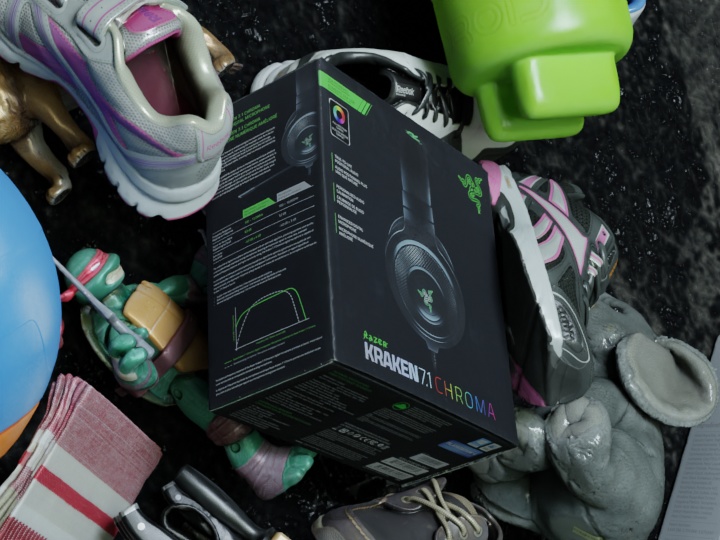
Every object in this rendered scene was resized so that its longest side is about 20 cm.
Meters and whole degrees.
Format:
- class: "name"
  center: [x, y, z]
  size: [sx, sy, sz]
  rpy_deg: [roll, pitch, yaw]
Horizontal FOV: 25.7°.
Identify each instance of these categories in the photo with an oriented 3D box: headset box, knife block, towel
- class: "headset box"
  center: [0.000, 0.000, 0.911]
  size: [0.174, 0.092, 0.202]
  rpy_deg: [29, 48, -45]
- class: "knife block"
  center: [-0.045, 0.192, 0.886]
  size: [0.064, 0.199, 0.176]
  rpy_deg: [-51, 136, -21]
- class: "towel"
  center: [-0.181, 0.162, 0.843]
  size: [0.023, 0.144, 0.201]
  rpy_deg: [25, 75, 18]

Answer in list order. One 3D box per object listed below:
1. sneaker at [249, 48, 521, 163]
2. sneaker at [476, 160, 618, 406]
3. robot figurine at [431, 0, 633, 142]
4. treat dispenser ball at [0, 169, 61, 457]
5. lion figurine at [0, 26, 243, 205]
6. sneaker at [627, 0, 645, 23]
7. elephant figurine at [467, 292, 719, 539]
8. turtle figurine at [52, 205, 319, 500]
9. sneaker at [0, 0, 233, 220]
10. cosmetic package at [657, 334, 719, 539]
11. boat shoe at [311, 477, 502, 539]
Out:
- class: "sneaker"
  center: [0.033, -0.102, 1.006]
  size: [0.198, 0.080, 0.074]
  rpy_deg: [-1, 83, -29]
- class: "sneaker"
  center: [0.123, -0.002, 0.976]
  size: [0.085, 0.081, 0.201]
  rpy_deg: [2, 43, -10]
- class: "robot figurine"
  center: [0.099, -0.184, 0.971]
  size: [0.115, 0.175, 0.202]
  rpy_deg: [-8, 79, -24]
- class: "treat dispenser ball"
  center: [-0.249, 0.021, 0.777]
  size: [0.199, 0.200, 0.203]
  rpy_deg: [3, 83, -27]
- class: "lion figurine"
  center: [-0.170, -0.121, 0.915]
  size: [0.123, 0.073, 0.200]
  rpy_deg: [49, 49, 7]
- class: "sneaker"
  center: [0.129, -0.240, 1.068]
  size: [0.074, 0.082, 0.201]
  rpy_deg: [-37, 100, -24]
- class: "elephant figurine"
  center: [0.162, 0.079, 1.035]
  size: [0.200, 0.141, 0.156]
  rpy_deg: [-51, 137, -38]
- class: "turtle figurine"
  center: [-0.104, 0.035, 0.908]
  size: [0.200, 0.100, 0.150]
  rpy_deg: [45, 43, -18]
- class: "sneaker"
  center: [-0.131, -0.128, 0.838]
  size: [0.200, 0.088, 0.081]
  rpy_deg: [49, 53, -2]
- class: "cosmetic package"
  center: [0.282, 0.153, 1.112]
  size: [0.101, 0.074, 0.202]
  rpy_deg: [26, 75, -23]
- class: "boat shoe"
  center: [0.032, 0.154, 0.926]
  size: [0.073, 0.200, 0.075]
  rpy_deg: [-45, 71, 6]
